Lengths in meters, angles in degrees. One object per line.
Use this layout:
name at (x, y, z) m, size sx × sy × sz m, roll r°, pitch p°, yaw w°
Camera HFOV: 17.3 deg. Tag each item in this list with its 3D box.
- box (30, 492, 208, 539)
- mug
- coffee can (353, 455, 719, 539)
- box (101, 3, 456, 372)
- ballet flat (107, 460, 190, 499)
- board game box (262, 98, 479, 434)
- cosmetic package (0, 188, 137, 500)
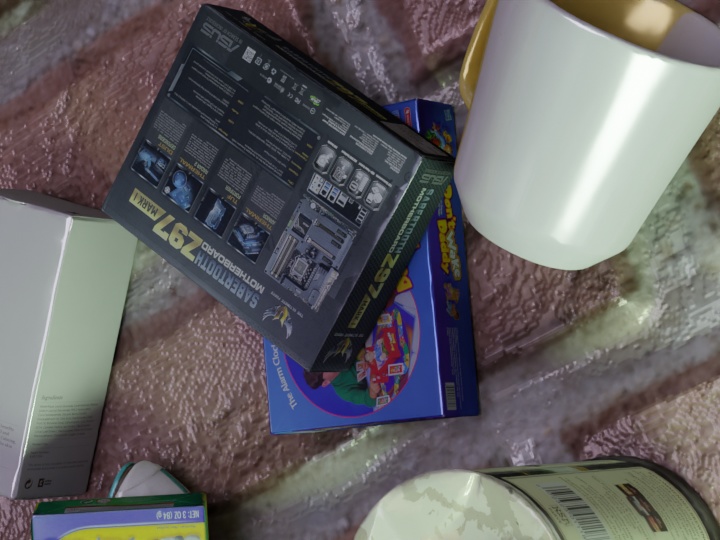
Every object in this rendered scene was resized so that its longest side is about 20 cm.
box at (-0.154, 0.252, 1.561) m, size 0.117 × 0.048 × 0.200 m, roll -4°, pitch 98°, yaw -2°
mug at (0.130, -0.092, 1.403) m, size 0.149 × 0.187 × 0.153 m, roll 22°, pitch 112°, yaw -1°
coffee can at (0.103, 0.182, 1.349) m, size 0.146 × 0.200 × 0.147 m, roll -2°, pitch 87°, yaw 34°
box at (-0.054, -0.053, 1.496) m, size 0.200 × 0.051 × 0.158 m, roll 36°, pitch 107°, yaw 28°
ballet flat at (-0.162, 0.229, 1.607) m, size 0.069 × 0.069 × 0.200 m, roll 27°, pitch 101°, yaw 31°
board game box at (0.000, 0.000, 1.516) m, size 0.134 × 0.045 × 0.200 m, roll -8°, pitch 84°, yaw 33°
cosmetic package at (-0.235, 0.049, 1.643) m, size 0.108 × 0.085 × 0.200 m, roll 18°, pitch 97°, yaw 32°
